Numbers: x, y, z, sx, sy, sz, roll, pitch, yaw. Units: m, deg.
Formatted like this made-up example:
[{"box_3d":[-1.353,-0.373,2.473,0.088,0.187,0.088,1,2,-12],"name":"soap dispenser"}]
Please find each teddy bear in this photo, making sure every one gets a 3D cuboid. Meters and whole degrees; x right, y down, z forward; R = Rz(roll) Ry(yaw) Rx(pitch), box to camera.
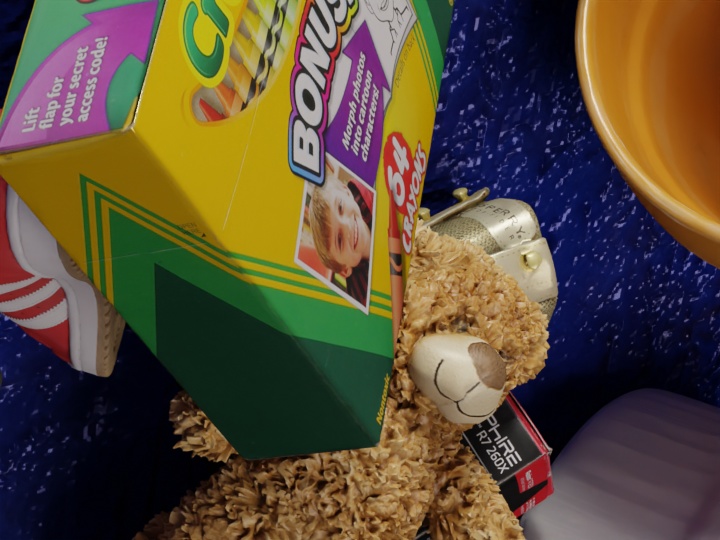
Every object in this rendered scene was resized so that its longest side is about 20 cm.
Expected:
[{"box_3d":[-0.006,0.079,0.961,0.200,0.067,0.145,-35,98,-2],"name":"teddy bear"}]

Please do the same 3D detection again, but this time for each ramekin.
[{"box_3d":[0.139,0.152,1.208,0.200,0.097,0.201,-41,144,-40],"name":"ramekin"}]

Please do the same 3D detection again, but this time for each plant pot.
[{"box_3d":[0.205,-0.069,1.079,0.200,0.200,0.183,-45,154,-2],"name":"plant pot"}]

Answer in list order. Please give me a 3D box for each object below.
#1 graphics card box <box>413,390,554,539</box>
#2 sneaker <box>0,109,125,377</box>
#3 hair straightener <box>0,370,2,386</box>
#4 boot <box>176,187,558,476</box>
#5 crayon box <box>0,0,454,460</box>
[{"box_3d":[-0.016,0.118,1.062,0.200,0.051,0.125,-34,168,-2],"name":"graphics card box"},{"box_3d":[-0.139,-0.015,0.913,0.200,0.112,0.072,85,12,-73],"name":"sneaker"},{"box_3d":[-0.174,0.120,0.984,0.077,0.041,0.201,-8,115,-70],"name":"hair straightener"},{"box_3d":[0.000,0.000,1.029,0.155,0.073,0.201,-26,138,-17],"name":"boot"},{"box_3d":[-0.037,-0.068,0.868,0.058,0.201,0.173,-8,142,24],"name":"crayon box"}]
